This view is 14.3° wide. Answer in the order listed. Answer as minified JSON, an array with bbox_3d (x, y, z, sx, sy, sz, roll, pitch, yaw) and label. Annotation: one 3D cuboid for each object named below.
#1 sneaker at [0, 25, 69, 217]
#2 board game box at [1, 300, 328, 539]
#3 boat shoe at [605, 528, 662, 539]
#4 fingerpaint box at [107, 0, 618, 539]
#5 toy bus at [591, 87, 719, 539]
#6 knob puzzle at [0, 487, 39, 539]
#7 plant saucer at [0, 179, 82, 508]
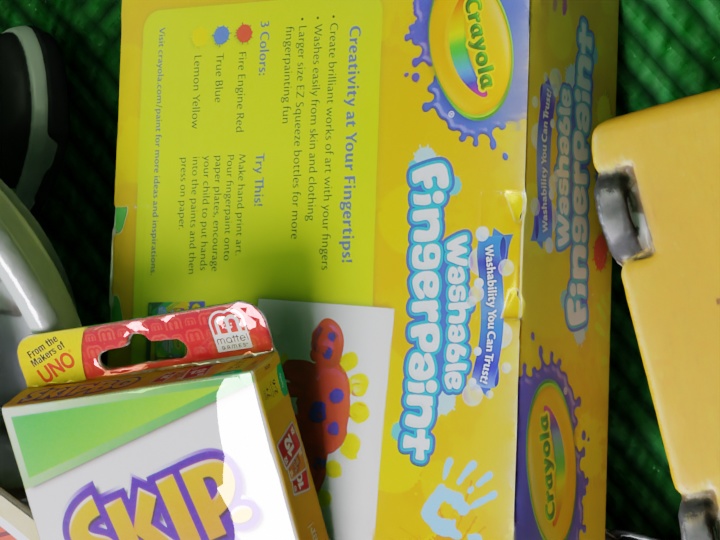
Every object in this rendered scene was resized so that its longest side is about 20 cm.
[{"bbox_3d":[-0.195,-0.030,1.104,0.200,0.083,0.072,-35,59,32],"label":"sneaker"},{"bbox_3d":[-0.052,0.112,0.952,0.095,0.030,0.201,-9,102,23],"label":"board game box"},{"bbox_3d":[0.092,0.126,0.996,0.199,0.066,0.075,27,116,23],"label":"boat shoe"},{"bbox_3d":[0.000,0.000,0.988,0.166,0.073,0.201,-2,83,30],"label":"fingerpaint box"},{"bbox_3d":[0.131,0.044,0.930,0.065,0.078,0.201,-16,81,12],"label":"toy bus"},{"bbox_3d":[-0.177,0.148,1.000,0.030,0.219,0.221,-129,48,-59],"label":"knob puzzle"},{"bbox_3d":[-0.156,0.008,1.040,0.200,0.050,0.201,29,140,28],"label":"plant saucer"}]
